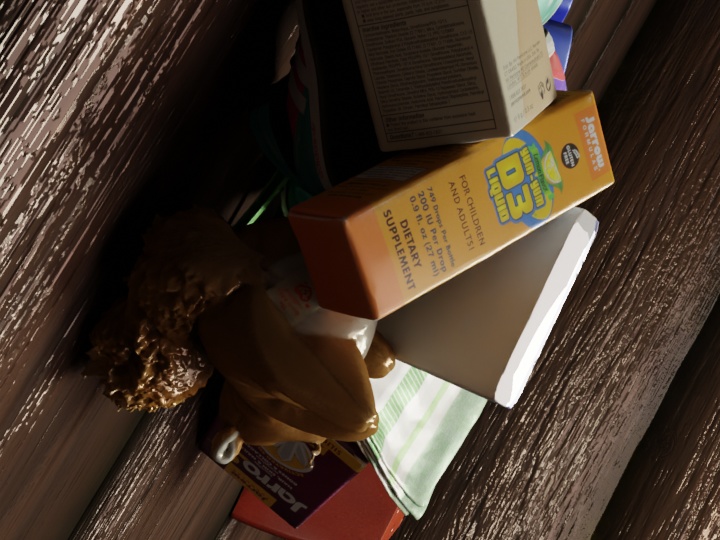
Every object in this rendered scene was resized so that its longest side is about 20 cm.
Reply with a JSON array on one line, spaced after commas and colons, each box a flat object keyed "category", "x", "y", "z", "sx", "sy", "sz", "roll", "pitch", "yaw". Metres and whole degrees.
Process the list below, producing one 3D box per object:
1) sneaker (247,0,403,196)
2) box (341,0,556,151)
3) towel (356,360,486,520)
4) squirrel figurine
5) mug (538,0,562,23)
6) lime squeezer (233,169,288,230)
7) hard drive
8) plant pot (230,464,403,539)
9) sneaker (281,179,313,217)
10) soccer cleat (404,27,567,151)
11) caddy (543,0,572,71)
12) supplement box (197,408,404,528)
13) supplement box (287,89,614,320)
[{"category": "sneaker", "x": -0.024, "y": -0.140, "z": 0.765, "sx": 0.120, "sy": 0.083, "sz": 0.203, "roll": 0, "pitch": -90, "yaw": 63}, {"category": "box", "x": 0.040, "y": -0.178, "z": 0.665, "sx": 0.078, "sy": 0.094, "sz": 0.202, "roll": -40, "pitch": 122, "yaw": -50}, {"category": "towel", "x": 0.035, "y": 0.083, "z": 0.954, "sx": 0.153, "sy": 0.023, "sz": 0.201, "roll": -53, "pitch": 126, "yaw": -34}, {"category": "squirrel figurine", "x": -0.074, "y": 0.048, "z": 0.762, "sx": 0.187, "sy": 0.198, "sz": 0.143, "roll": 123, "pitch": -17, "yaw": -59}, {"category": "mug", "x": 0.090, "y": -0.241, "z": 0.792, "sx": 0.152, "sy": 0.113, "sz": 0.187, "roll": -129, "pitch": -121, "yaw": -73}, {"category": "lime squeezer", "x": -0.040, "y": -0.109, "z": 0.863, "sx": 0.201, "sy": 0.037, "sz": 0.071, "roll": -65, "pitch": 169, "yaw": 24}, {"category": "hard drive", "x": 0.056, "y": 0.002, "z": 0.798, "sx": 0.025, "sy": 0.199, "sz": 0.133, "roll": 32, "pitch": 82, "yaw": -39}, {"category": "plant pot", "x": -0.016, "y": 0.243, "z": 1.447, "sx": 0.201, "sy": 0.175, "sz": 0.200, "roll": -63, "pitch": 168, "yaw": 13}, {"category": "sneaker", "x": -0.009, "y": -0.103, "z": 0.921, "sx": 0.080, "sy": 0.077, "sz": 0.201, "roll": 103, "pitch": 6, "yaw": -51}, {"category": "soccer cleat", "x": 0.087, "y": -0.092, "z": 0.798, "sx": 0.068, "sy": 0.074, "sz": 0.200, "roll": -8, "pitch": -149, "yaw": 46}, {"category": "caddy", "x": 0.169, "y": -0.243, "z": 1.292, "sx": 0.201, "sy": 0.104, "sz": 0.143, "roll": 98, "pitch": 2, "yaw": -59}, {"category": "supplement box", "x": -0.052, "y": 0.130, "z": 1.048, "sx": 0.103, "sy": 0.131, "sz": 0.200, "roll": -51, "pitch": 178, "yaw": -34}, {"category": "supplement box", "x": 0.059, "y": -0.045, "z": 0.693, "sx": 0.199, "sy": 0.069, "sz": 0.067, "roll": -30, "pitch": 110, "yaw": -29}]
